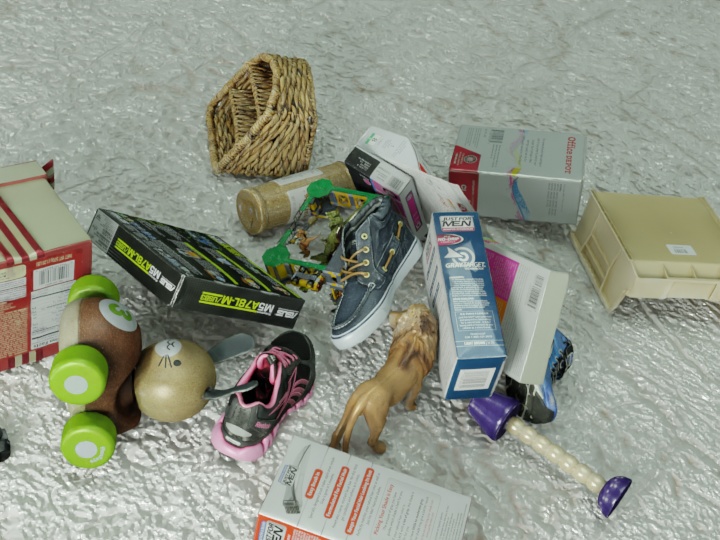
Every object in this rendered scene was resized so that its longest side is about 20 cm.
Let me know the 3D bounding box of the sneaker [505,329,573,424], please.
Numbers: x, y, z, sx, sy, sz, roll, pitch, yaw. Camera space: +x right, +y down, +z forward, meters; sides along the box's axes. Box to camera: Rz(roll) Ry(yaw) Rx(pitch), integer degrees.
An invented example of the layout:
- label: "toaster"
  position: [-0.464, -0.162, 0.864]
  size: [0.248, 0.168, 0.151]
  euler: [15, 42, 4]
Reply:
- label: "sneaker"
  position: [0.229, 0.111, 1.269]
  size: [0.089, 0.079, 0.201]
  euler: [8, 38, -4]

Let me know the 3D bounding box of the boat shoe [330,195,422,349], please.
- label: "boat shoe"
  position: [0.000, 0.000, 1.223]
  size: [0.071, 0.091, 0.201]
  euler: [-16, 31, 41]

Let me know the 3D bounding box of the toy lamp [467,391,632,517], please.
- label: "toy lamp"
  position: [0.212, 0.204, 1.166]
  size: [0.200, 0.058, 0.058]
  euler: [33, 42, 24]

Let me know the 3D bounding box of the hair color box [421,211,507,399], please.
- label: "hair color box"
  position: [0.119, 0.039, 1.190]
  size: [0.060, 0.100, 0.201]
  euler: [-2, 56, -8]

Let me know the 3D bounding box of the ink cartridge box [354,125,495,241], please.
- label: "ink cartridge box"
  position: [0.103, -0.108, 1.361]
  size: [0.199, 0.161, 0.050]
  euler: [24, 72, 44]

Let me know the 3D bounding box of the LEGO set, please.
- label: "LEGO set"
  position: [-0.032, -0.017, 1.344]
  size: [0.153, 0.116, 0.201]
  euler: [5, 48, 20]

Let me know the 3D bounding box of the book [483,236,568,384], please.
- label: "book"
  position: [0.171, 0.041, 1.229]
  size: [0.048, 0.134, 0.200]
  euler: [9, 11, -23]

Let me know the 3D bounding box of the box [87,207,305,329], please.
- label: "box"
  position: [-0.196, -0.003, 1.209]
  size: [0.200, 0.048, 0.193]
  euler: [33, 10, 39]

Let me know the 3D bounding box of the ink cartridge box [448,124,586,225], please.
- label: "ink cartridge box"
  position: [0.241, -0.148, 1.559]
  size: [0.199, 0.083, 0.146]
  euler: [7, 37, 11]

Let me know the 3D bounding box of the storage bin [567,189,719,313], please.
- label: "storage bin"
  position: [0.440, -0.022, 1.489]
  size: [0.199, 0.094, 0.199]
  euler: [3, 40, -15]

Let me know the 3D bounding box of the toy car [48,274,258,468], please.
- label: "toy car"
  position: [-0.208, 0.099, 1.062]
  size: [0.199, 0.159, 0.165]
  euler: [-3, 30, -6]

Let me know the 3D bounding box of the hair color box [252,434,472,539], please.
- label: "hair color box"
  position: [0.003, 0.255, 1.030]
  size: [0.199, 0.064, 0.111]
  euler: [20, 39, 5]

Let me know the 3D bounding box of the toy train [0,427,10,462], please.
- label: "toy train"
  position: [-0.441, 0.198, 0.987]
  size: [0.199, 0.034, 0.046]
  euler: [-13, 58, -31]

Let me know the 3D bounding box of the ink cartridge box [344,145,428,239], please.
- label: "ink cartridge box"
  position: [0.041, -0.094, 1.408]
  size: [0.094, 0.200, 0.037]
  euler: [33, 80, 22]

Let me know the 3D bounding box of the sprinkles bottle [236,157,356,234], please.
- label: "sprinkles bottle"
  position: [-0.080, -0.108, 1.451]
  size: [0.199, 0.069, 0.068]
  euler: [-21, 49, -36]

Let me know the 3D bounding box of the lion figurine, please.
- label: "lion figurine"
  position: [0.030, 0.130, 1.145]
  size: [0.072, 0.123, 0.200]
  euler: [22, 39, 11]

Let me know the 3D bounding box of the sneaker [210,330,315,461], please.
- label: "sneaker"
  position: [-0.098, 0.120, 1.141]
  size: [0.079, 0.096, 0.200]
  euler: [19, 37, 9]

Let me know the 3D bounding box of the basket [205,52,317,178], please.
- label: "basket"
  position: [-0.152, -0.247, 1.539]
  size: [0.148, 0.143, 0.201]
  euler: [4, 39, -14]

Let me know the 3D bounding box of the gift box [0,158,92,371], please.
- label: "gift box"
  position: [-0.406, -0.021, 1.140]
  size: [0.184, 0.201, 0.187]
  euler: [-14, 44, -38]
